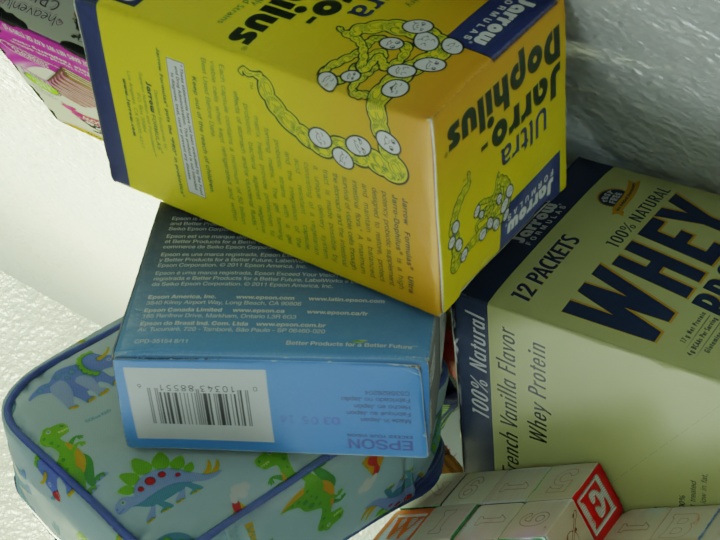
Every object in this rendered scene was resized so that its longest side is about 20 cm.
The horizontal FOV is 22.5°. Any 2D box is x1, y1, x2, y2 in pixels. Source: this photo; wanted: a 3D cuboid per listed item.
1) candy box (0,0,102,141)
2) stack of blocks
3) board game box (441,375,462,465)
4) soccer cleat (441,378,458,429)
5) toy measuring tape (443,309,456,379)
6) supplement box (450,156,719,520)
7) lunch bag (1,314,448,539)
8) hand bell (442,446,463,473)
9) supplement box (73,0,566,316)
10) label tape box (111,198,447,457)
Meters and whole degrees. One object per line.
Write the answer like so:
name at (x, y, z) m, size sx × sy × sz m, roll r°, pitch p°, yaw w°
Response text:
candy box at (-0.159, -0.132, 1.178) m, size 0.136 × 0.061 × 0.200 m, roll 25°, pitch 169°, yaw 15°
stack of blocks at (0.113, 0.155, 0.858) m, size 0.199 × 0.059 × 0.116 m, roll -10°, pitch 115°, yaw 45°
board game box at (0.017, 0.072, 1.229) m, size 0.200 × 0.147 × 0.065 m, roll 22°, pitch 128°, yaw 43°
soccer cleat at (0.001, 0.000, 1.002) m, size 0.065 × 0.201 × 0.084 m, roll -14°, pitch 166°, yaw -44°
toy measuring tape at (0.081, 0.058, 1.037) m, size 0.073 × 0.074 × 0.201 m, roll 23°, pitch 146°, yaw 25°
supplement box at (0.167, 0.080, 0.902) m, size 0.199 × 0.134 × 0.201 m, roll 18°, pitch 132°, yaw 30°
lunch bag at (-0.066, 0.076, 0.898) m, size 0.161 × 0.200 × 0.083 m, roll 36°, pitch 142°, yaw 34°
hand bell at (0.047, 0.114, 1.045) m, size 0.200 × 0.104 × 0.104 m, roll 46°, pitch 179°, yaw 31°
supplement box at (-0.017, -0.082, 0.836) m, size 0.199 × 0.109 × 0.110 m, roll 22°, pitch 138°, yaw 29°
label tape box at (-0.028, -0.002, 0.879) m, size 0.143 × 0.200 × 0.064 m, roll 1°, pitch 130°, yaw 7°
